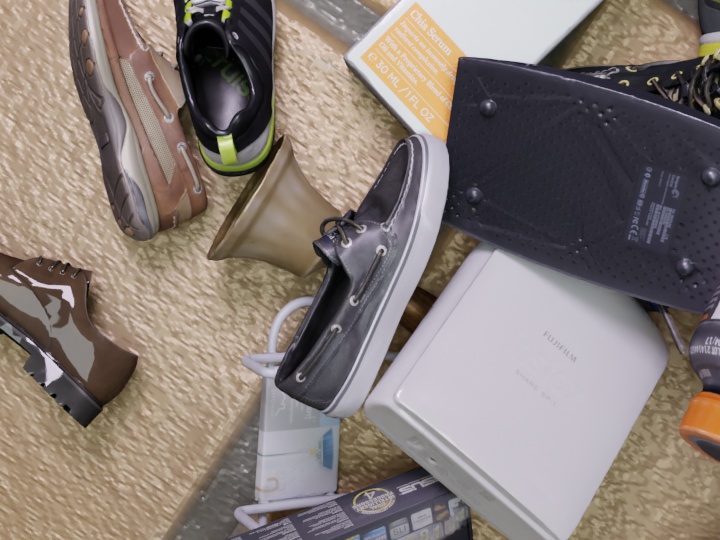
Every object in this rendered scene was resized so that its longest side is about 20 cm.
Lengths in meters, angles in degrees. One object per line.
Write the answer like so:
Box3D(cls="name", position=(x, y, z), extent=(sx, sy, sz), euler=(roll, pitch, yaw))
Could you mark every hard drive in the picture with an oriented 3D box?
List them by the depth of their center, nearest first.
Box3D(cls="hard drive", position=(0.151, -0.061, 0.747), extent=(0.199, 0.042, 0.136), euler=(21, 125, 21))

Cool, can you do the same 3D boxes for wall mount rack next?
Box3D(cls="wall mount rack", position=(-0.006, 0.123, 0.855), extent=(0.173, 0.074, 0.202), euler=(-1, 98, -31))

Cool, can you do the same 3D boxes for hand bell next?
Box3D(cls="hand bell", position=(0.000, 0.000, 0.836), extent=(0.199, 0.104, 0.104), euler=(33, 96, -11))

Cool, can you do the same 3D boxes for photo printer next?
Box3D(cls="photo printer", position=(0.119, 0.070, 0.807), extent=(0.166, 0.069, 0.200), euler=(41, 62, -4))

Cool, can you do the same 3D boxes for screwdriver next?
Box3D(cls="screwdriver", position=(0.206, 0.028, 0.771), extent=(0.029, 0.200, 0.028), euler=(22, 104, -2))

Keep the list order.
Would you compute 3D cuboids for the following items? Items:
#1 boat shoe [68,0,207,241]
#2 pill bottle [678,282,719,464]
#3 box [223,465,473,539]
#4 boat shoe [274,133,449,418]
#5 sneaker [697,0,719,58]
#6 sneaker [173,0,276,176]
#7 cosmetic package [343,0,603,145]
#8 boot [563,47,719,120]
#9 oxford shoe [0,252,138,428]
Box3D(cls="boat shoe", position=(-0.161, -0.125, 0.835), extent=(0.071, 0.076, 0.202), euler=(-16, 99, -24))
Box3D(cls="pill bottle", position=(0.261, 0.024, 0.673), extent=(0.106, 0.106, 0.201), euler=(31, 81, -2))
Box3D(cls="box", position=(-0.012, 0.241, 0.821), extent=(0.199, 0.049, 0.162), euler=(-16, 114, -19))
Box3D(cls="boat shoe", position=(-0.004, -0.003, 0.770), extent=(0.066, 0.070, 0.201), euler=(20, 95, -24))
Box3D(cls="sneaker", position=(0.332, -0.198, 0.806), extent=(0.198, 0.074, 0.085), euler=(-11, 95, 3))
Box3D(cls="sneaker", position=(-0.092, -0.163, 0.796), extent=(0.071, 0.083, 0.202), euler=(-12, 74, 2))
Box3D(cls="cosmetic package", position=(0.092, -0.182, 0.816), extent=(0.200, 0.071, 0.101), euler=(-45, 93, 5))
Box3D(cls="boot", position=(0.209, -0.118, 0.775), extent=(0.202, 0.154, 0.074), euler=(3, 85, -1))
Box3D(cls="oxford shoe", position=(-0.244, 0.016, 0.856), extent=(0.084, 0.073, 0.200), euler=(-44, 95, -11))
